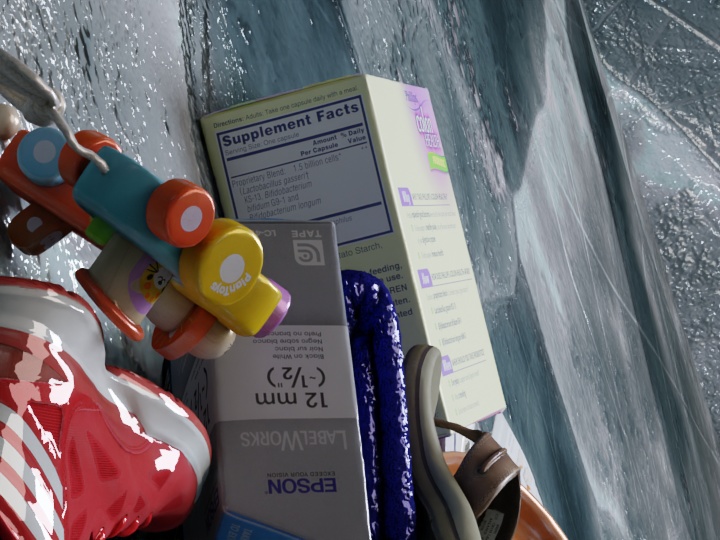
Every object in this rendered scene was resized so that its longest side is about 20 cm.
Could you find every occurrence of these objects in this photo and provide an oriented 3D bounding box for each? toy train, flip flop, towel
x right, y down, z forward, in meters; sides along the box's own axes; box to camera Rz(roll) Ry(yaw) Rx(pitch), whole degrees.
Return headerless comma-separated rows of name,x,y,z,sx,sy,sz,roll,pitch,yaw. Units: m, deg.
toy train,-0.101,-0.015,0.919,0.150,0.056,0.200,34,-6,4
flip flop,0.050,0.113,1.115,0.200,0.057,0.081,-107,-164,-54
towel,-0.017,0.075,1.169,0.200,0.049,0.148,166,-81,-80

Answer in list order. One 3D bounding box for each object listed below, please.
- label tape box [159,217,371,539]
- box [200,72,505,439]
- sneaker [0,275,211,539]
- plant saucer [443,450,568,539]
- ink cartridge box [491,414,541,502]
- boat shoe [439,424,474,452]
label tape box,-0.042,0.099,1.030,0.143,0.066,0.200,111,-22,-58
box,0.000,0.000,1.370,0.176,0.097,0.200,-9,86,-77
sneaker,-0.116,0.088,0.889,0.200,0.078,0.116,54,43,-59
plant saucer,0.077,0.202,1.414,0.200,0.037,0.200,37,35,-32
ink cartridge box,0.110,0.219,1.739,0.160,0.047,0.200,-67,135,-69
boat shoe,0.043,0.074,1.532,0.070,0.071,0.200,59,24,-48
